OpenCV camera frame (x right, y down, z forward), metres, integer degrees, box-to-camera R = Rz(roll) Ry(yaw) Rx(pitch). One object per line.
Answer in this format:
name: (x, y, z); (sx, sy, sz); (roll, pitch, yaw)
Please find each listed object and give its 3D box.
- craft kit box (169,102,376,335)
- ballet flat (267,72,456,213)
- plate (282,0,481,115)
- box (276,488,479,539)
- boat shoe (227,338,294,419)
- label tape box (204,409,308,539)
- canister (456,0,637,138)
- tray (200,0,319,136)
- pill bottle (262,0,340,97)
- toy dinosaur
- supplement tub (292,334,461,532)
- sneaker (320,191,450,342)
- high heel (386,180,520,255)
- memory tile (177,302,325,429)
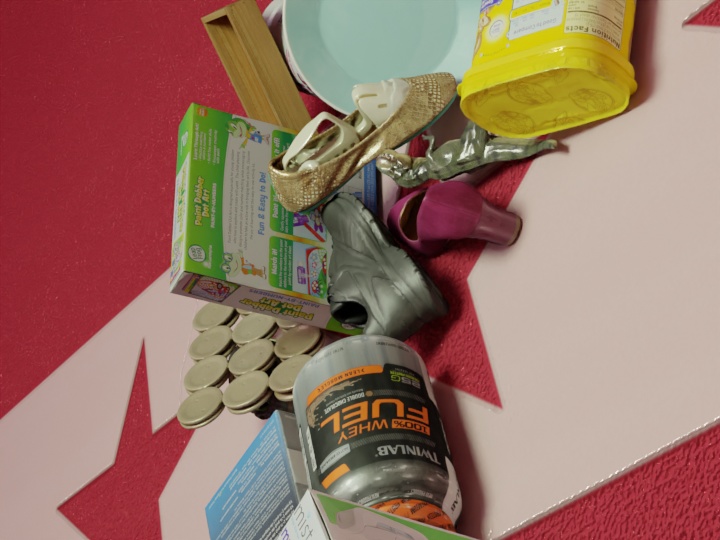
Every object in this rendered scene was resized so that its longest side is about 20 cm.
craft kit box: (-0.080, -0.049, 1.748); (0.049, 0.196, 0.201); (-49, 33, 47)
ballet flat: (-0.003, -0.130, 1.691); (0.200, 0.065, 0.071); (-38, 33, 6)
plate: (0.026, -0.239, 1.727); (0.201, 0.199, 0.026); (-64, -3, 11)
box: (0.013, 0.279, 1.363); (0.177, 0.199, 0.097); (-60, 29, 19)
boat shoe: (-0.097, 0.105, 1.820); (0.201, 0.066, 0.072); (32, 100, 62)
label tape box: (-0.071, 0.250, 1.682); (0.144, 0.066, 0.201); (-54, 34, 28)
canister: (0.165, -0.226, 1.531); (0.148, 0.086, 0.201); (-12, 59, 43)
tray: (-0.093, -0.179, 1.882); (0.201, 0.037, 0.099); (65, 163, -10)
pill bottle: (-0.026, -0.229, 1.862); (0.200, 0.113, 0.114); (25, 94, 63)
toy dinosaur: (0.106, -0.120, 1.622); (0.199, 0.047, 0.089); (-10, 49, 42)
supplement tub: (0.015, 0.161, 1.522); (0.123, 0.122, 0.201); (-52, 33, 30)
sneaker: (0.000, 0.000, 1.662); (0.091, 0.076, 0.200); (-41, 37, 2)
high heel: (0.053, -0.057, 1.624); (0.200, 0.096, 0.068); (-1, 71, 61)
memory tile: (-0.102, 0.074, 1.792); (0.152, 0.017, 0.200); (-21, 31, 15)
